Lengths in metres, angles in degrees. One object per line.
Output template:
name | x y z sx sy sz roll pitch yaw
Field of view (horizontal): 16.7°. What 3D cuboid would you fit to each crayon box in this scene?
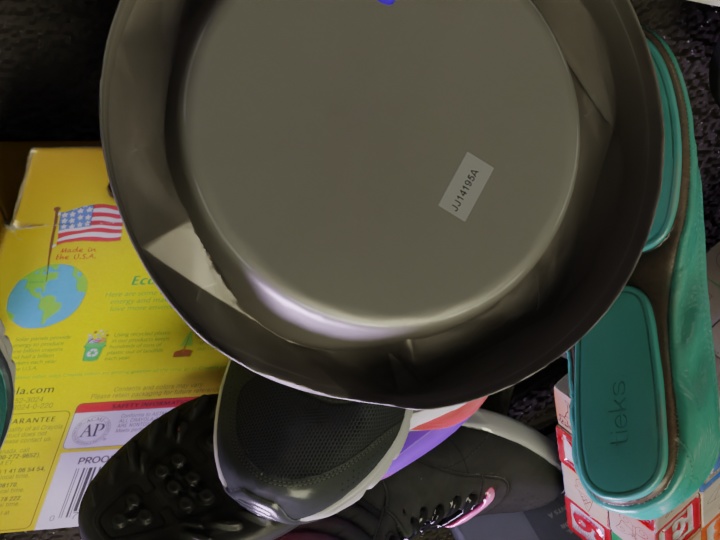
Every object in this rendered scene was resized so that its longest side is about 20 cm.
crayon box | -0.103 0.016 0.949 0.127 0.051 0.200 -1 133 -32

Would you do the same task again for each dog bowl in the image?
dog bowl | 0.003 -0.048 0.856 0.200 0.200 0.059 -18 179 -16

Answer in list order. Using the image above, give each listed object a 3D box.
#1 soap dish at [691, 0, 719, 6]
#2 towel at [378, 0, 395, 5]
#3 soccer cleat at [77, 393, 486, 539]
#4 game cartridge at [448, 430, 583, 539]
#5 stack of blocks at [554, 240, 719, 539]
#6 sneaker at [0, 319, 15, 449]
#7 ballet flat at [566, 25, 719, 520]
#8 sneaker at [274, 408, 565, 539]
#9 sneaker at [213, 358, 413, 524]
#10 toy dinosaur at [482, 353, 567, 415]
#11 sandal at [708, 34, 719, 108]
soap dish | 0.121 -0.186 0.807 0.157 0.081 0.200 4 130 -41
towel | -0.032 -0.180 0.714 0.200 0.050 0.148 29 111 -13
soccer cleat | -0.024 0.074 0.984 0.200 0.068 0.073 -30 154 -26
game cartridge | 0.152 0.116 1.154 0.200 0.133 0.040 -26 141 -6
stack of blocks | 0.180 0.040 1.102 0.200 0.059 0.115 -39 146 -21
sneaker | -0.181 -0.002 0.830 0.077 0.080 0.200 -28 118 16
ballet flat | 0.113 0.003 1.000 0.067 0.200 0.070 -6 169 25
sneaker | 0.013 0.112 1.070 0.200 0.099 0.071 10 143 -32
sneaker | 0.000 0.000 0.920 0.085 0.074 0.200 91 23 -59
toy dinosaur | 0.079 0.018 1.079 0.088 0.047 0.200 -21 145 -7
sandal | 0.189 -0.090 1.040 0.075 0.045 0.200 -36 156 14
